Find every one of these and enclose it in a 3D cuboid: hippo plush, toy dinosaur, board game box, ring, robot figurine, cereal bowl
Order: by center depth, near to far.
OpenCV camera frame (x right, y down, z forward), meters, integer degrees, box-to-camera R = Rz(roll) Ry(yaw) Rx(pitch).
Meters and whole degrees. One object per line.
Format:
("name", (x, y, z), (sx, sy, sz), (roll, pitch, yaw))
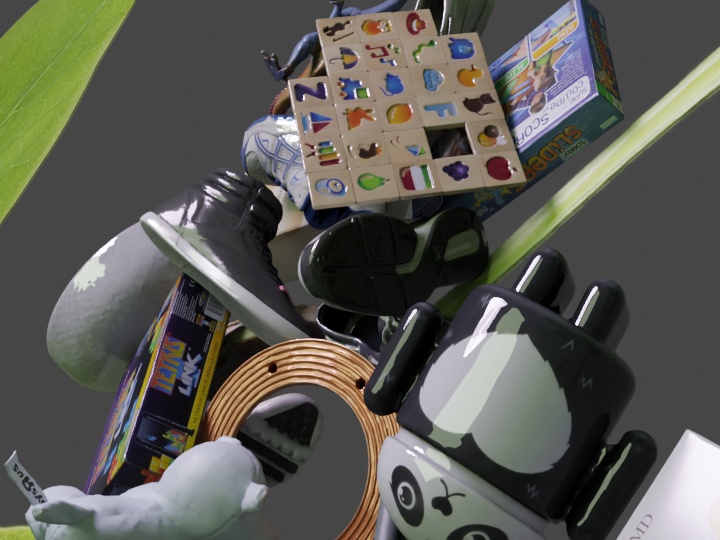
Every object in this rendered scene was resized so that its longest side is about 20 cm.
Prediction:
("robot figurine", (0.093, 0.089, 0.795), (0.201, 0.124, 0.150), (-58, 30, -5))
("hippo plush", (-0.148, 0.179, 0.923), (0.160, 0.202, 0.159), (-27, 28, -20))
("ring", (-0.047, 0.153, 0.975), (0.198, 0.019, 0.203), (-10, 70, 28))
("board game box", (0.121, -0.119, 1.049), (0.199, 0.034, 0.136), (-36, 34, 32))
("board game box", (-0.179, 0.127, 1.089), (0.166, 0.056, 0.201), (-51, 20, 43))
("cereal bowl", (-0.203, 0.045, 1.250), (0.083, 0.200, 0.201), (42, 98, 22))
("toy dinosaur", (-0.020, -0.254, 1.350), (0.181, 0.105, 0.200), (-44, 12, -21))

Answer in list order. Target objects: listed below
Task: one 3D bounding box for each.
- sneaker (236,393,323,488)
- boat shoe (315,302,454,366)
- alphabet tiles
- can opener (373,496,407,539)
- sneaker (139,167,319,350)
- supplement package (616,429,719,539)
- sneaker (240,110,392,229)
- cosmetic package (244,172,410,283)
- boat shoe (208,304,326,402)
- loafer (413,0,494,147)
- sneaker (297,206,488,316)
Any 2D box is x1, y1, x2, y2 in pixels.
("sneaker", (-0.108, 0.154, 1.089), (0.199, 0.075, 0.081), (-38, 25, 28))
("boat shoe", (0.029, 0.057, 0.983), (0.199, 0.062, 0.073), (12, 70, 59))
("alphabet tiles", (0.028, -0.134, 1.013), (0.008, 0.165, 0.202), (93, 167, -52))
("can opener", (0.023, 0.214, 0.838), (0.052, 0.067, 0.202), (-7, 47, 25))
("sneaker", (-0.084, -0.013, 1.061), (0.200, 0.071, 0.099), (39, 73, 21))
("supplement package", (0.207, 0.173, 0.558), (0.114, 0.109, 0.200), (-56, 29, -3))
("sneaker", (-0.045, -0.080, 1.075), (0.199, 0.075, 0.089), (-1, 70, 52))
("cosmetic package", (-0.043, -0.058, 1.195), (0.199, 0.071, 0.106), (-17, 48, 48))
("boat shoe", (-0.089, 0.062, 1.149), (0.199, 0.072, 0.066), (-30, 39, 47))
("loafer", (0.052, -0.178, 1.104), (0.070, 0.070, 0.202), (-6, 57, 52))
("sneaker", (0.000, 0.000, 0.968), (0.114, 0.199, 0.077), (-13, 88, 40))
